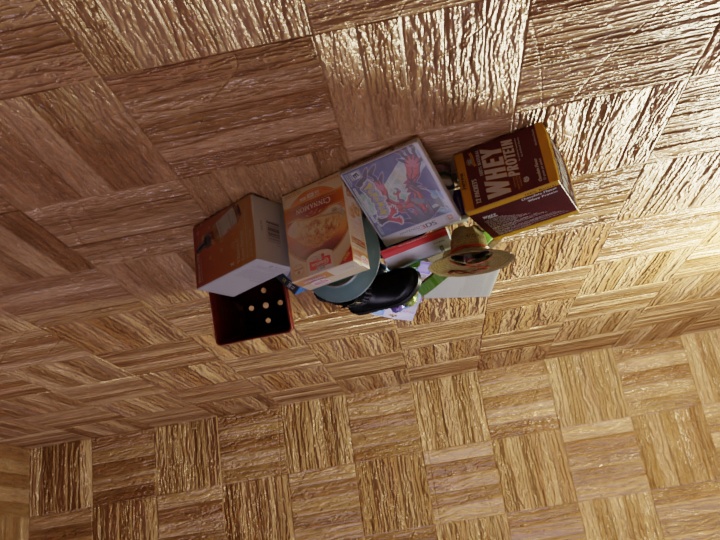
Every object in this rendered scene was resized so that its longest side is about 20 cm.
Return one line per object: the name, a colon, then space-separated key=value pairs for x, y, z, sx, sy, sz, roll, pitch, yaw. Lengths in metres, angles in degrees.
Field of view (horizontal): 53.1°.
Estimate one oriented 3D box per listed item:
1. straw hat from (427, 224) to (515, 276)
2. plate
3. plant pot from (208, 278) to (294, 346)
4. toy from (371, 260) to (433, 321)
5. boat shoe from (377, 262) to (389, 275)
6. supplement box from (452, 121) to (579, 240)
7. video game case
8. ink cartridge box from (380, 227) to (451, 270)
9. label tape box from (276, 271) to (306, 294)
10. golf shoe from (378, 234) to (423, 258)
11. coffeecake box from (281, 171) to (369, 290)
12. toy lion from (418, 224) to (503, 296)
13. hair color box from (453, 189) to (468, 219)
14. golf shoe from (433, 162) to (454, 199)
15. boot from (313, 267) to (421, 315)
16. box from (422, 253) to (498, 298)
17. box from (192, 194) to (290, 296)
straw hat: x=0.233 y=-0.052 z=1.551 sx=0.199 sy=0.086 sz=0.201 roll=-5 pitch=165 yaw=-1
plate: x=-0.051 y=-0.032 z=1.548 sx=0.199 sy=0.202 sz=0.026 roll=-19 pitch=169 yaw=25
plant pot: x=-0.270 y=0.083 z=1.887 sx=0.198 sy=0.202 sz=0.176 roll=-11 pitch=172 yaw=6
toy: x=0.107 y=0.058 z=1.820 sx=0.114 sy=0.047 sz=0.201 roll=10 pitch=125 yaw=-10
boat shoe: x=0.000 y=0.000 z=1.717 sx=0.084 sy=0.069 sz=0.200 roll=1 pitch=157 yaw=44
supplement box: x=0.328 y=-0.180 z=1.507 sx=0.196 sy=0.134 sz=0.200 roll=-18 pitch=158 yaw=24
video game case: x=0.083 y=-0.154 z=1.475 sx=0.181 sy=0.023 sz=0.201 roll=-19 pitch=121 yaw=26
ink cartridge box: x=0.129 y=-0.046 z=1.617 sx=0.160 sy=0.050 sz=0.200 roll=-21 pitch=179 yaw=9
label tape box: x=-0.142 y=-0.010 z=1.679 sx=0.063 sy=0.200 sz=0.144 roll=-47 pitch=179 yaw=-30
golf shoe: x=0.094 y=-0.086 z=1.763 sx=0.199 sy=0.078 sz=0.094 roll=-24 pitch=173 yaw=36
coffeecake box: x=-0.075 y=-0.080 z=1.503 sx=0.153 sy=0.202 sz=0.073 roll=-20 pitch=157 yaw=26
toy lion: x=0.221 y=-0.017 z=1.699 sx=0.191 sy=0.069 sz=0.200 roll=-37 pitch=177 yaw=-44
hair color box: x=0.141 y=-0.123 z=1.614 sx=0.198 sy=0.065 sz=0.109 roll=-15 pitch=174 yaw=3
golf shoe: x=0.099 y=-0.161 z=1.521 sx=0.198 sy=0.093 sz=0.073 roll=-13 pitch=160 yaw=14
boot: x=0.016 y=0.036 z=1.610 sx=0.210 sy=0.080 sz=0.158 roll=-26 pitch=148 yaw=25
box: x=0.245 y=-0.002 z=1.904 sx=0.198 sy=0.125 sz=0.098 roll=0 pitch=127 yaw=-21
box: x=-0.261 y=-0.050 z=1.573 sx=0.199 sy=0.154 sz=0.106 roll=-24 pitch=155 yaw=34
